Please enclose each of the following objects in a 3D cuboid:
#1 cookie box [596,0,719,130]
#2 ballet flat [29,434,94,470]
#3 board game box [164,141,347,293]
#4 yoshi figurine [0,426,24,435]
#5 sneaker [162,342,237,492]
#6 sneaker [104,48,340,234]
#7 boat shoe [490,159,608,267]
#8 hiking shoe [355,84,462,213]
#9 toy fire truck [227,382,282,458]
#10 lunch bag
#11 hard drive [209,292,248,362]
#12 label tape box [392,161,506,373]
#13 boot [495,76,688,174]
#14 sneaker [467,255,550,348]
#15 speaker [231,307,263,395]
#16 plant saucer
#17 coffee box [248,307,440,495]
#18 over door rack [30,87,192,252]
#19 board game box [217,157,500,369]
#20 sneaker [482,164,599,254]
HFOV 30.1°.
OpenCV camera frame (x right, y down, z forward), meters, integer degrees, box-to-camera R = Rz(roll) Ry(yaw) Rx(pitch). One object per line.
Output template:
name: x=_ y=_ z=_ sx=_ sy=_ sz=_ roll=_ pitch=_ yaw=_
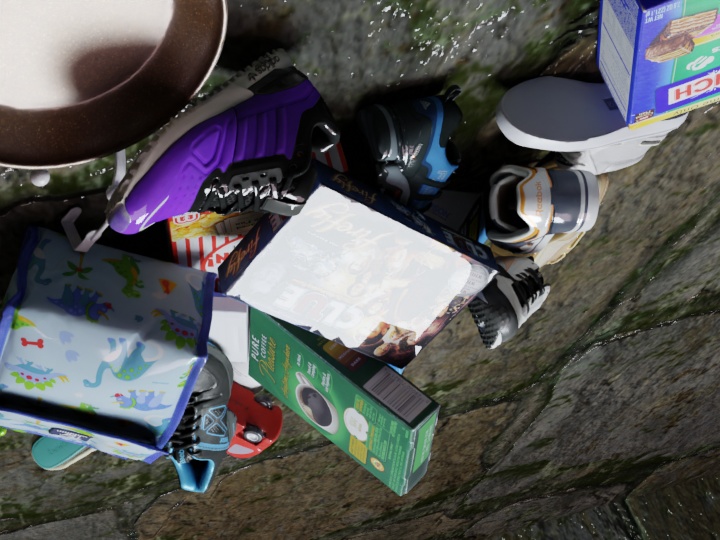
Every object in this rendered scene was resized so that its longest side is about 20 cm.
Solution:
cookie box: x=0.276 y=-0.204 z=1.030 sx=0.171 sy=0.075 sz=0.200 roll=-20 pitch=159 yaw=2
ballet flat: x=-0.284 y=0.164 z=1.509 sx=0.199 sy=0.070 sz=0.069 roll=-24 pitch=158 yaw=20
board game box: x=-0.094 y=-0.044 z=1.161 sx=0.151 sy=0.046 sz=0.200 roll=-13 pitch=159 yaw=-10
yoshi figurine: x=-0.345 y=0.102 z=1.239 sx=0.112 sy=0.112 sz=0.200 roll=-29 pitch=160 yaw=9
sneaker: x=-0.158 y=0.136 z=1.275 sx=0.073 sy=0.082 sz=0.200 roll=3 pitch=142 yaw=12
sneaker: x=-0.082 y=-0.071 z=0.918 sx=0.200 sy=0.100 sz=0.070 roll=-44 pitch=-178 yaw=-37
boat shoe: x=0.198 y=-0.059 z=1.342 sx=0.069 sy=0.074 sz=0.200 roll=-20 pitch=163 yaw=-29
hiking shoe: x=0.048 y=-0.073 z=1.149 sx=0.086 sy=0.075 sz=0.200 roll=-18 pitch=152 yaw=-9
toy fire truck: x=-0.197 y=0.148 z=1.408 sx=0.200 sy=0.049 sz=0.141 roll=30 pitch=138 yaw=-18
lunch bag: x=-0.231 y=0.082 z=1.143 sx=0.169 sy=0.128 sz=0.200 roll=17 pitch=133 yaw=-14
hard drive: x=-0.204 y=0.049 z=1.242 sx=0.199 sy=0.025 sz=0.132 roll=3 pitch=157 yaw=-3
label tape box: x=0.063 y=-0.012 z=1.309 sx=0.200 sy=0.063 sz=0.144 roll=-56 pitch=166 yaw=-17
boot: x=0.191 y=-0.117 z=1.176 sx=0.199 sy=0.074 sz=0.096 roll=-7 pitch=151 yaw=-27
sneaker: x=0.135 y=0.017 z=1.242 sx=0.080 sy=0.074 sz=0.200 roll=-20 pitch=-172 yaw=7
speaker: x=-0.086 y=0.057 z=1.367 sx=0.081 sy=0.081 sz=0.200 roll=-2 pitch=153 yaw=-35
plant saucer: x=-0.181 y=-0.145 z=0.817 sx=0.200 sy=0.037 sz=0.201 roll=-20 pitch=146 yaw=-14
coffee box: x=-0.020 y=0.108 z=1.240 sx=0.044 sy=0.200 sz=0.123 roll=-41 pitch=155 yaw=-30
over door rack: x=-0.204 y=-0.067 z=0.992 sx=0.200 sy=0.067 sz=0.147 roll=-32 pitch=154 yaw=32
board game box: x=0.000 y=0.000 z=1.124 sx=0.200 sy=0.035 sz=0.136 roll=24 pitch=122 yaw=-33
sneaker: x=0.146 y=-0.059 z=1.239 sx=0.079 sy=0.079 sz=0.200 roll=0 pitch=173 yaw=-14
